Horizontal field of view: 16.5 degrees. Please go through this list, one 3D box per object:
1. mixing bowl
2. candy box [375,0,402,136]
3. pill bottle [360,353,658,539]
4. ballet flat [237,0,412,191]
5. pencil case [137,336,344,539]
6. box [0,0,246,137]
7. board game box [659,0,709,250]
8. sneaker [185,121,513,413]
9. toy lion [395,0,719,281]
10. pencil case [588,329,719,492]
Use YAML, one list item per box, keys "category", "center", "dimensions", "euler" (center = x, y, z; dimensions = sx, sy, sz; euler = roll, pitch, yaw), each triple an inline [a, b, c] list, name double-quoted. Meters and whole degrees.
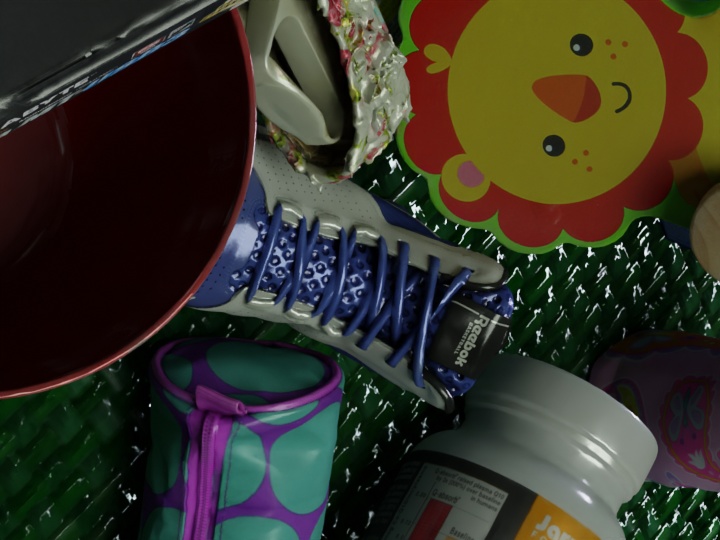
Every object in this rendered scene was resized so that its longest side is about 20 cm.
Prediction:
- category: "mixing bowl"
  center: [-0.144, -0.049, 0.851]
  dimensions: [0.200, 0.108, 0.201]
  euler: [2, 81, -15]
- category: "candy box"
  center: [0.050, -0.164, 1.070]
  dimensions: [0.200, 0.026, 0.102]
  euler: [-50, 139, -12]
- category: "pill bottle"
  center: [0.054, 0.147, 1.161]
  dimensions: [0.200, 0.116, 0.116]
  euler: [-60, 139, -16]
- category: "ballet flat"
  center: [-0.035, -0.111, 0.962]
  dimensions: [0.200, 0.075, 0.064]
  euler: [56, 42, -37]
- category: "pencil case"
  center: [-0.061, 0.129, 1.070]
  dimensions: [0.092, 0.085, 0.201]
  euler: [-36, 138, -64]
- category: "box"
  center: [-0.103, -0.164, 0.796]
  dimensions: [0.198, 0.050, 0.200]
  euler: [-30, 89, -15]
- category: "board game box"
  center: [0.187, -0.070, 1.159]
  dimensions: [0.045, 0.152, 0.200]
  euler: [-44, 135, -19]
- category: "sneaker"
  center: [0.000, 0.000, 1.041]
  dimensions: [0.199, 0.115, 0.081]
  euler: [18, 96, -47]
- category: "toy lion"
  center: [0.113, -0.093, 1.020]
  dimensions: [0.069, 0.191, 0.200]
  euler: [-56, 168, -67]
- category: "pencil case"
  center: [0.201, 0.078, 1.215]
  dimensions: [0.087, 0.200, 0.088]
  euler: [-5, 98, -37]
